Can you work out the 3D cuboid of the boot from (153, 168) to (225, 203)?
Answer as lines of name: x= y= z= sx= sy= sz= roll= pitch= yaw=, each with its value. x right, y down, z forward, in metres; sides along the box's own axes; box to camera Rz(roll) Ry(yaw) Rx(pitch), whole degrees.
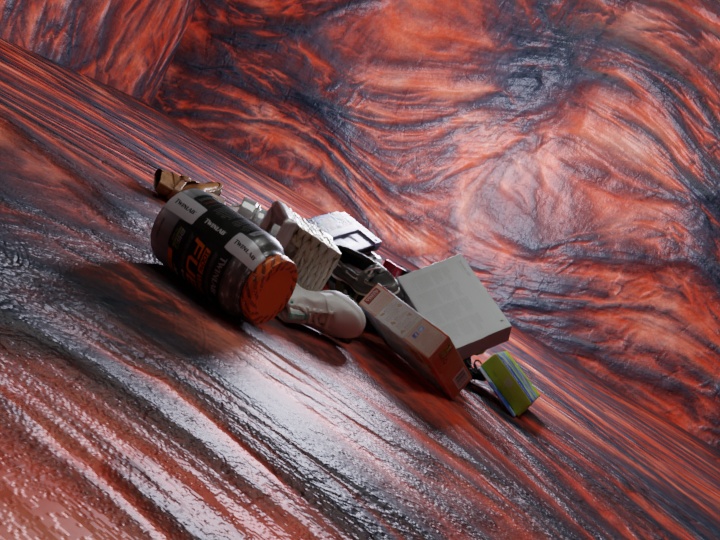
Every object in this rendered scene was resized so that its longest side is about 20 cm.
boot: x=-0.383 y=-0.176 z=1.642 sx=0.152 sy=0.078 sz=0.201 roll=22 pitch=17 yaw=-23

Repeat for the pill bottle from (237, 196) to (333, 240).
pill bottle: x=-0.163 y=-0.061 z=1.491 sx=0.197 sy=0.116 sz=0.114 roll=28 pitch=7 yaw=-11

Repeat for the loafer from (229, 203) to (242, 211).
loafer: x=-0.275 y=-0.101 z=1.569 sx=0.198 sy=0.072 sz=0.063 roll=9 pitch=36 yaw=-54

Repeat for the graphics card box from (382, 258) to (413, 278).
graphics card box: x=0.105 y=0.068 z=1.647 sx=0.197 sy=0.128 sz=0.051 roll=23 pitch=7 yaw=-38

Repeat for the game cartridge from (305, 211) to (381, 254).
game cartridge: x=-0.049 y=-0.077 z=1.662 sx=0.129 sy=0.039 sz=0.199 roll=43 pitch=29 yaw=16

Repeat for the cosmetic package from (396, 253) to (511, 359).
cosmetic package: x=0.176 y=0.073 z=1.438 sx=0.052 sy=0.148 sz=0.202 roll=87 pitch=-21 yaw=-50

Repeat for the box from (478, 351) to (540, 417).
box: x=0.307 y=0.228 z=1.527 sx=0.123 sy=0.047 sz=0.199 roll=54 pitch=12 yaw=14

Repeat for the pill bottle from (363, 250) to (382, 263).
pill bottle: x=-0.023 y=-0.010 z=1.729 sx=0.197 sy=0.111 sz=0.109 roll=30 pitch=7 yaw=1

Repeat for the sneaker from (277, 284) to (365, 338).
sneaker: x=-0.087 y=0.063 z=1.174 sx=0.196 sy=0.077 sz=0.089 roll=24 pitch=19 yaw=-1

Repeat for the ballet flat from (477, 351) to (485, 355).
ballet flat: x=0.197 y=0.097 z=1.592 sx=0.198 sy=0.066 sz=0.071 roll=37 pitch=19 yaw=0

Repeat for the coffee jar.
coffee jar: x=0.012 y=0.046 z=1.503 sx=0.102 sy=0.088 sz=0.200 roll=-13 pitch=24 yaw=-19

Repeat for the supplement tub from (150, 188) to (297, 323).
supplement tub: x=-0.189 y=-0.019 z=1.044 sx=0.198 sy=0.125 sz=0.122 roll=32 pitch=7 yaw=26

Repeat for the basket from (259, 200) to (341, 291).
basket: x=-0.126 y=-0.026 z=1.332 sx=0.122 sy=0.137 sz=0.200 roll=31 pitch=6 yaw=-17

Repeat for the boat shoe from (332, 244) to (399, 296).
boat shoe: x=0.000 y=0.000 z=1.431 sx=0.066 sy=0.058 sz=0.198 roll=-25 pitch=28 yaw=-29

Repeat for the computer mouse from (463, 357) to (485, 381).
computer mouse: x=0.179 y=0.170 z=1.567 sx=0.137 sy=0.053 sz=0.200 roll=17 pitch=25 yaw=-53

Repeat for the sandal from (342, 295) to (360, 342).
sandal: x=-0.031 y=0.073 z=1.329 sx=0.080 sy=0.055 sz=0.200 roll=29 pitch=7 yaw=-1

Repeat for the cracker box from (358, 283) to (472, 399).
cracker box: x=0.095 y=0.122 z=1.306 sx=0.199 sy=0.058 sz=0.135 roll=36 pitch=-15 yaw=43
